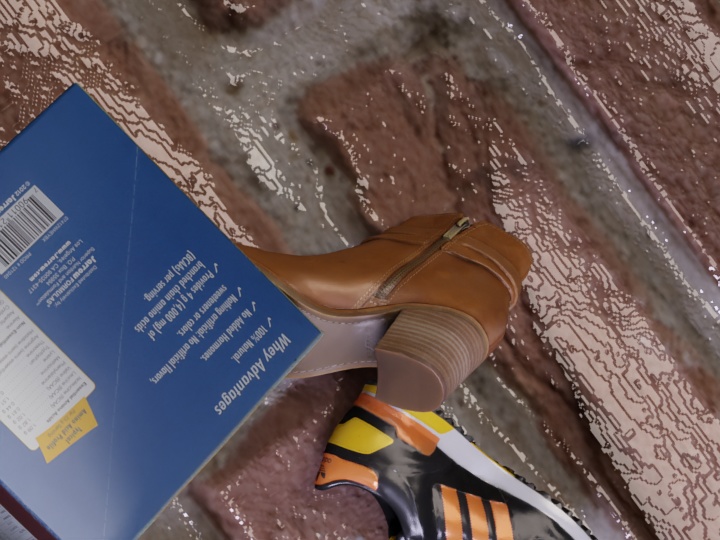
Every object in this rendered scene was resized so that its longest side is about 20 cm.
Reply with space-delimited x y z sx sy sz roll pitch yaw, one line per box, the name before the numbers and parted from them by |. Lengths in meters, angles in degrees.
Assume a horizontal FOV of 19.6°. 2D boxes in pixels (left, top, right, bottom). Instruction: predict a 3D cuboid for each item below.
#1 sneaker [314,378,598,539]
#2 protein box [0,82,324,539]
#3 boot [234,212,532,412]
sneaker | 0.060 0.157 1.295 0.200 0.070 0.090 39 79 -9
protein box | -0.172 0.045 1.177 0.200 0.135 0.199 46 63 -6
boot | 0.000 0.000 1.297 0.200 0.077 0.155 17 39 19
